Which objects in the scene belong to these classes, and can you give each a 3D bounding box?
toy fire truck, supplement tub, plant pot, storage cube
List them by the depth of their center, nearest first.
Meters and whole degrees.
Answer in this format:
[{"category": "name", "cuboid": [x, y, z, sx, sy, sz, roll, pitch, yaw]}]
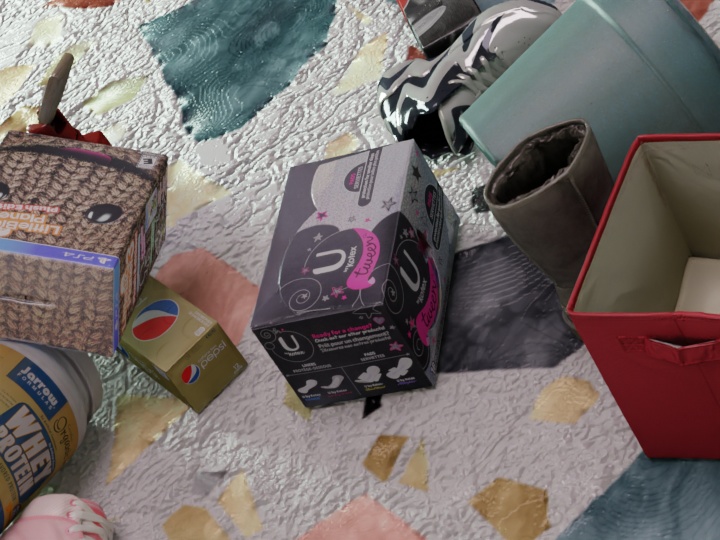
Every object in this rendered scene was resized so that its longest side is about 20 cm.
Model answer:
[{"category": "storage cube", "cuboid": [0.280, 0.021, 1.320, 0.171, 0.180, 0.200, 1, 49, 34]}, {"category": "plant pot", "cuboid": [0.203, -0.134, 1.537, 0.196, 0.200, 0.200, -40, 39, 5]}, {"category": "supplement tub", "cuboid": [-0.335, 0.145, 1.612, 0.144, 0.145, 0.200, 0, 35, 34]}, {"category": "toy fire truck", "cuboid": [-0.300, -0.101, 1.816, 0.128, 0.200, 0.176, -15, 42, 21]}]

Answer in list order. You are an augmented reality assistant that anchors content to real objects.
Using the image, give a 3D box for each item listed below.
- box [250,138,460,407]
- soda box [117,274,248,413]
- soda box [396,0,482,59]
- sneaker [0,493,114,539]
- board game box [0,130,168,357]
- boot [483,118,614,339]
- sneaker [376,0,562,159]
[{"category": "box", "cuboid": [0.000, 0.000, 1.580, 0.132, 0.115, 0.200, -12, 44, 24]}, {"category": "soda box", "cuboid": [-0.194, 0.053, 1.696, 0.068, 0.064, 0.200, -44, 41, -13]}, {"category": "soda box", "cuboid": [0.078, -0.268, 1.843, 0.071, 0.063, 0.200, -29, 39, 5]}, {"category": "sneaker", "cuboid": [-0.233, 0.244, 1.517, 0.200, 0.075, 0.105, 14, 61, 45]}, {"category": "board game box", "cuboid": [-0.275, -0.028, 1.650, 0.159, 0.097, 0.200, 9, 34, 4]}, {"category": "boot", "cuboid": [0.197, -0.053, 1.434, 0.182, 0.200, 0.073, -43, 41, -11]}, {"category": "sneaker", "cuboid": [0.108, -0.167, 1.707, 0.199, 0.080, 0.130, -21, 42, 14]}]
